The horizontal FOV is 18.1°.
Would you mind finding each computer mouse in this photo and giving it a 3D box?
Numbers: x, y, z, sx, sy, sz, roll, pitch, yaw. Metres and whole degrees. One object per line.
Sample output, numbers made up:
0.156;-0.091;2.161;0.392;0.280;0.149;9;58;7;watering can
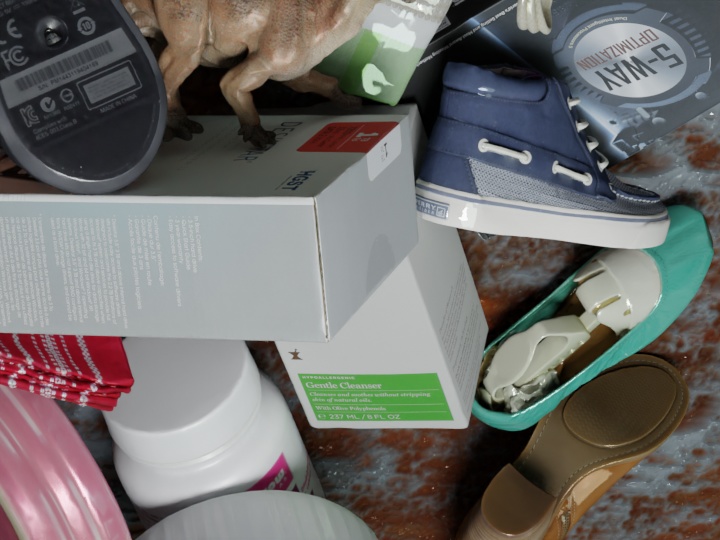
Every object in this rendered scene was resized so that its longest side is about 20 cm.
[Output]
-0.159;-0.130;1.107;0.138;0.201;0.053;-21;-179;-21;computer mouse

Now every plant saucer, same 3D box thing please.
-0.205;0.118;1.282;0.051;0.200;0.201;-34;139;-26;plant saucer

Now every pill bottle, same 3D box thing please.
-0.088;0.127;1.402;0.113;0.114;0.200;-23;135;-3;pill bottle

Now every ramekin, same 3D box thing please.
-0.063;0.223;1.352;0.199;0.098;0.201;-9;134;-9;ramekin

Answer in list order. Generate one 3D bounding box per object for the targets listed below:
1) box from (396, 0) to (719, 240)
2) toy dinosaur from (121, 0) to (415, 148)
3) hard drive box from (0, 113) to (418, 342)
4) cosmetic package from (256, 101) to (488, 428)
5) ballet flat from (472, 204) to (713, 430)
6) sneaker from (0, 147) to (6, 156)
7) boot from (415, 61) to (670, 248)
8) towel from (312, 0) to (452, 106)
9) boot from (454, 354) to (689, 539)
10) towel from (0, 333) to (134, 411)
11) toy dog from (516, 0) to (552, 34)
0.119;-0.126;1.317;0.199;0.044;0.160;-30;134;4;box
-0.063;-0.141;1.153;0.199;0.086;0.136;5;114;5;toy dinosaur
-0.087;-0.025;1.168;0.199;0.156;0.077;1;109;18;hard drive box
0.000;0.000;1.326;0.107;0.085;0.200;-2;139;20;cosmetic package
0.143;0.034;1.445;0.200;0.067;0.070;-43;161;19;ballet flat
-0.237;-0.104;1.139;0.199;0.078;0.112;-16;155;-11;sneaker
0.116;-0.066;1.291;0.200;0.073;0.091;3;102;-47;boot
-0.004;-0.189;1.186;0.149;0.031;0.201;18;119;-15;towel
0.134;0.149;1.551;0.200;0.074;0.155;-34;160;-25;boot
-0.219;-0.001;1.209;0.199;0.145;0.023;17;127;-34;towel
0.142;-0.217;1.150;0.096;0.201;0.132;10;158;12;toy dog
